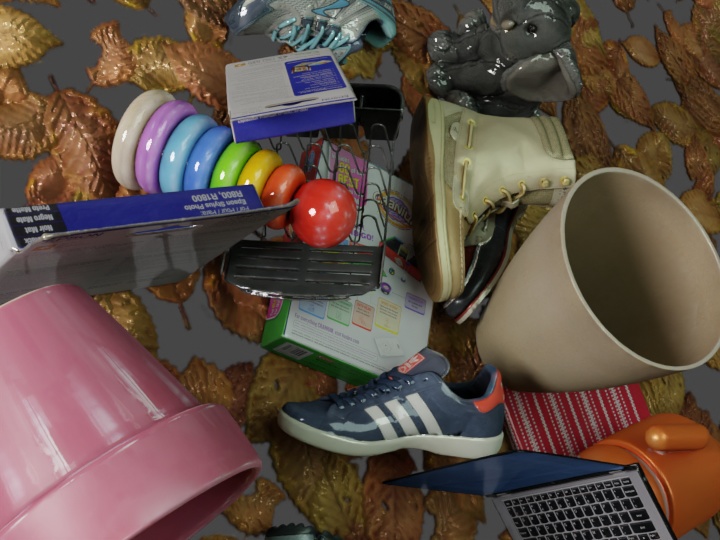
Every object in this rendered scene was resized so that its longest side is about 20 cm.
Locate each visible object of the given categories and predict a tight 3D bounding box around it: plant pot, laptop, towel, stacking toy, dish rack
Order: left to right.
[{"bbox_3d":[-0.195,0.118,0.759,0.199,0.200,0.180,-26,75,-39],"label":"plant pot"},{"bbox_3d":[-0.096,-0.073,0.893,0.199,0.086,0.086,23,54,14],"label":"stacking toy"},{"bbox_3d":[-0.042,-0.068,0.958,0.152,0.055,0.202,2,58,7],"label":"dish rack"},{"bbox_3d":[0.153,0.229,0.962,0.115,0.187,0.201,-28,91,-38],"label":"laptop"},{"bbox_3d":[0.198,0.037,1.032,0.186,0.200,0.189,14,59,-25],"label":"plant pot"},{"bbox_3d":[0.222,0.146,1.149,0.199,0.022,0.146,-20,88,-37],"label":"towel"}]

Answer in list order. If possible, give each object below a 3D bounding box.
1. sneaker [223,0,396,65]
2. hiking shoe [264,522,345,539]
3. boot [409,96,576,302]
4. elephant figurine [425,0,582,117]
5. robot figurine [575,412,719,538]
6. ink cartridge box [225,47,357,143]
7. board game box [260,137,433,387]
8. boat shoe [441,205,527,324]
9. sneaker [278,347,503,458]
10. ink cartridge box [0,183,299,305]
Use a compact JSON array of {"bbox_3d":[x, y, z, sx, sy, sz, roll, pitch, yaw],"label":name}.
[{"bbox_3d":[-0.037,-0.239,1.064,0.199,0.077,0.087,-21,90,-39],"label":"sneaker"},{"bbox_3d":[0.001,0.276,0.917,0.199,0.074,0.087,24,68,-16],"label":"hiking shoe"},{"bbox_3d":[0.127,-0.063,1.045,0.154,0.073,0.202,5,63,-14],"label":"boot"},{"bbox_3d":[0.168,-0.226,1.127,0.155,0.199,0.142,-25,88,-39],"label":"elephant figurine"},{"bbox_3d":[0.274,0.207,1.083,0.199,0.143,0.118,-16,85,-38],"label":"robot figurine"},{"bbox_3d":[-0.058,-0.138,0.889,0.094,0.200,0.037,-10,110,-4],"label":"ink cartridge box"},{"bbox_3d":[0.000,0.000,1.026,0.152,0.040,0.202,25,60,-27],"label":"board game box"},{"bbox_3d":[0.116,-0.037,1.106,0.062,0.071,0.201,33,58,-12],"label":"boat shoe"},{"bbox_3d":[0.029,0.106,0.947,0.198,0.075,0.085,4,101,-20],"label":"sneaker"},{"bbox_3d":[-0.175,-0.023,0.806,0.198,0.199,0.041,-10,80,-38],"label":"ink cartridge box"}]
